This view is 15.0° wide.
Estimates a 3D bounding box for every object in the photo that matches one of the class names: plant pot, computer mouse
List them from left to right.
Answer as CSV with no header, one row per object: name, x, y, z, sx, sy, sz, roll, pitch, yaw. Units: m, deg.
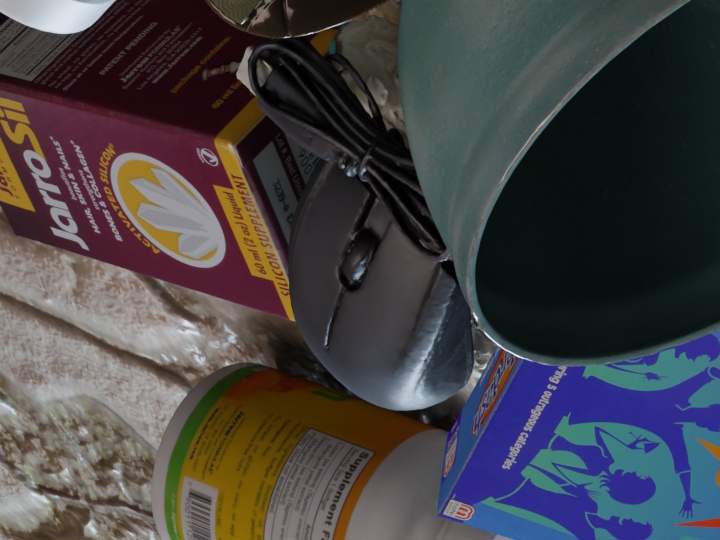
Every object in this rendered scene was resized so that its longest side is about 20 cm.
computer mouse,0.000,0.000,1.148,0.138,0.053,0.200,41,159,24
plant pot,0.092,-0.085,0.878,0.135,0.199,0.201,59,159,29

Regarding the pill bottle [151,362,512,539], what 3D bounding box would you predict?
pill bottle,0.001,0.125,1.379,0.199,0.111,0.111,18,142,36

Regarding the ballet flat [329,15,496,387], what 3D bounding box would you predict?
ballet flat,0.048,-0.034,1.186,0.072,0.072,0.201,15,142,39

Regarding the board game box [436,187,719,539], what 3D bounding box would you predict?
board game box,0.146,0.060,1.013,0.199,0.045,0.152,17,135,-8

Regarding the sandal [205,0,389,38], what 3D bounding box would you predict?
sandal,0.036,-0.139,0.986,0.199,0.055,0.082,-19,117,9

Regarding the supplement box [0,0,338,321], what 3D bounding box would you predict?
supplement box,-0.088,-0.061,1.275,0.199,0.086,0.111,16,141,39

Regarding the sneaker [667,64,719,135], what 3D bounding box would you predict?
sneaker,0.121,-0.085,0.993,0.199,0.089,0.077,23,144,30

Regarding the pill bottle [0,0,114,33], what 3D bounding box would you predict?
pill bottle,-0.071,-0.182,0.999,0.112,0.112,0.200,45,120,-3
